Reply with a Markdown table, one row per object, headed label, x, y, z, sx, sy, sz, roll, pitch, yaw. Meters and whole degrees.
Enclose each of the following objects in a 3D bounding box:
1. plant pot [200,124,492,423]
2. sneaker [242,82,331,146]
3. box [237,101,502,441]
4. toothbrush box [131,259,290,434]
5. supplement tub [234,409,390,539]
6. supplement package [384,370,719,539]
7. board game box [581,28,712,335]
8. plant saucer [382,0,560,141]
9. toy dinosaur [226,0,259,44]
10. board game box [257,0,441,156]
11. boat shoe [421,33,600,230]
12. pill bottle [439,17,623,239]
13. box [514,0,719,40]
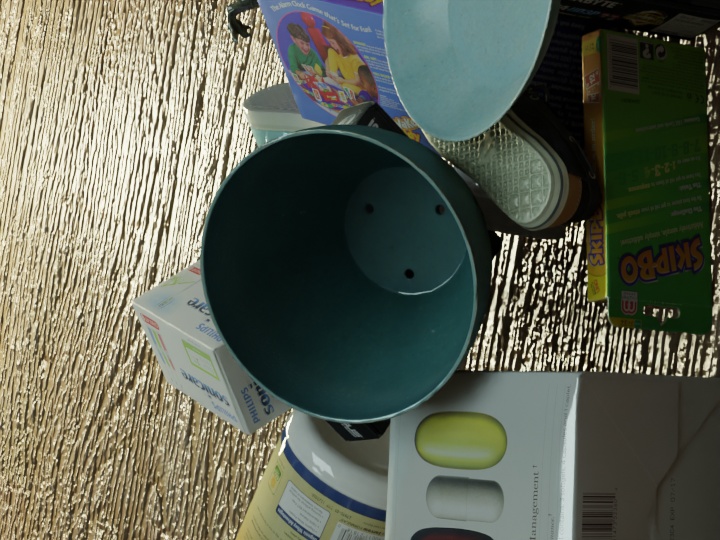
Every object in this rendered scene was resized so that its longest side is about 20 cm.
| label | x | y | z | sx | sy | sz | roll | pitch | yaw |
| --- | --- | --- | --- | --- | --- | --- | --- | --- | --- |
| plant pot | 0.009 | -0.011 | 1.460 | 0.199 | 0.135 | 0.201 | 7 | 108 | 22 |
| sneaker | -0.012 | -0.108 | 1.783 | 0.200 | 0.074 | 0.082 | 16 | 135 | 47 |
| box | 0.000 | 0.000 | 1.579 | 0.043 | 0.160 | 0.200 | -11 | 38 | 53 |
| toothbrush box | -0.056 | 0.026 | 1.686 | 0.145 | 0.200 | 0.086 | 26 | 144 | 55 |
| supplement tub | -0.021 | 0.210 | 1.664 | 0.144 | 0.144 | 0.201 | 51 | 125 | 46 |
| supplement package | 0.131 | 0.165 | 1.451 | 0.200 | 0.147 | 0.192 | -4 | 82 | 54 |
| board game box | 0.194 | -0.058 | 1.437 | 0.030 | 0.095 | 0.201 | -17 | 71 | 54 |
| plant saucer | 0.082 | -0.183 | 1.392 | 0.201 | 0.039 | 0.202 | -9 | 80 | 59 |
| toy dinosaur | -0.083 | -0.247 | 1.848 | 0.048 | 0.199 | 0.088 | -81 | -13 | -57 |
| board game box | 0.017 | -0.164 | 1.646 | 0.200 | 0.045 | 0.135 | 19 | 142 | 41 |
| boat shoe | 0.096 | -0.096 | 1.446 | 0.200 | 0.062 | 0.075 | 54 | 124 | 41 |
| pill bottle | 0.122 | -0.129 | 1.534 | 0.116 | 0.115 | 0.201 | 22 | 103 | 54 |
| box | 0.164 | -0.264 | 1.456 | 0.046 | 0.158 | 0.201 | -32 | 60 | 49 |
